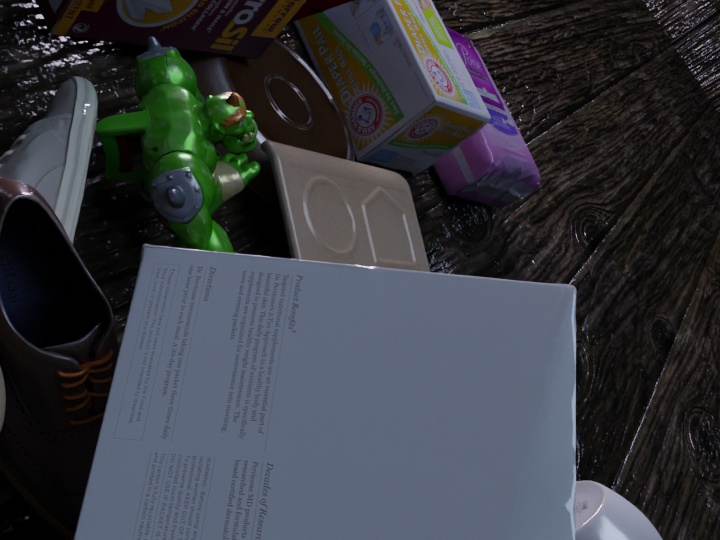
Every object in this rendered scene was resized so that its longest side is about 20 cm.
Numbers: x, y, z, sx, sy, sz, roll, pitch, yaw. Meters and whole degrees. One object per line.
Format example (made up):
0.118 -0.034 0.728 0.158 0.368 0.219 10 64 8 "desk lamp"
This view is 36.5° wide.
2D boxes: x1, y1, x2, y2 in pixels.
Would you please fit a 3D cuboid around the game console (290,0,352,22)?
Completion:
-0.108 -0.319 0.973 0.199 0.172 0.120 24 68 -43 "game console"

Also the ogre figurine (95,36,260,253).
-0.111 -0.061 0.706 0.120 0.097 0.201 75 19 -53 "ogre figurine"

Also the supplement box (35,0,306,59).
-0.135 -0.231 0.808 0.199 0.110 0.086 -5 60 -48 "supplement box"

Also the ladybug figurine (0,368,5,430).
-0.243 0.030 0.441 0.200 0.072 0.136 37 38 -26 "ladybug figurine"

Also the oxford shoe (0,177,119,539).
-0.145 0.053 0.521 0.071 0.073 0.201 -31 112 -32 "oxford shoe"

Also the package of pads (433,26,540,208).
0.111 -0.168 1.187 0.120 0.075 0.201 10 52 -56 "package of pads"

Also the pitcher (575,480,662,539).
0.192 0.259 0.850 0.201 0.121 0.172 61 7 -11 "pitcher"

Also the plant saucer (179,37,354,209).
-0.069 -0.136 0.927 0.200 0.032 0.201 37 34 -29 "plant saucer"

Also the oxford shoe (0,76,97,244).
-0.187 -0.048 0.625 0.057 0.075 0.201 12 43 -14 "oxford shoe"

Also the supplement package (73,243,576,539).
-0.011 0.113 0.502 0.147 0.198 0.193 90 6 -60 "supplement package"

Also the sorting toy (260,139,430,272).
0.000 0.000 0.870 0.185 0.036 0.201 6 62 -55 "sorting toy"

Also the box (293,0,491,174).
0.025 -0.209 1.070 0.112 0.101 0.201 3 58 -56 "box"
